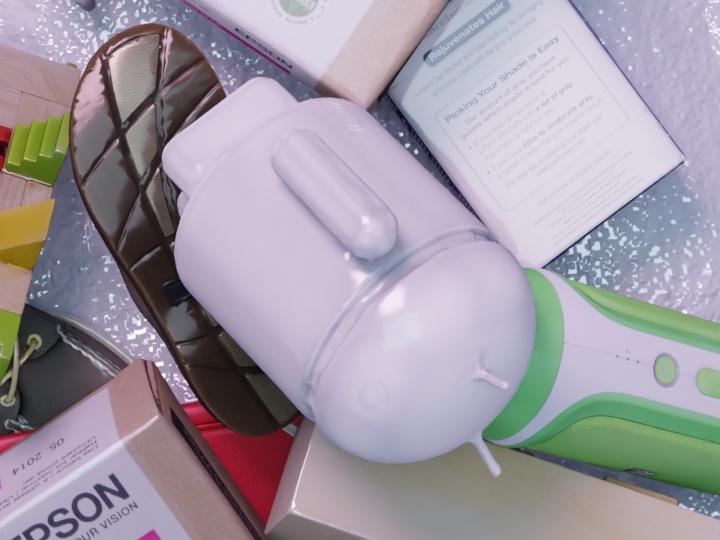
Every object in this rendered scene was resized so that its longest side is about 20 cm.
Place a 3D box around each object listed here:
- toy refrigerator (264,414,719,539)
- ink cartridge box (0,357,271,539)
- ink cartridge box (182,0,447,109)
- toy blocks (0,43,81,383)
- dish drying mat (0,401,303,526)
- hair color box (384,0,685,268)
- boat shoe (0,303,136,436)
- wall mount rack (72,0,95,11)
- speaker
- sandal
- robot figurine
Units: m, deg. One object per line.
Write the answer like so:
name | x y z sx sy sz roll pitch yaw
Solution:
toy refrigerator | 0.063 0.119 1.309 0.199 0.076 0.070 20 73 -5
ink cartridge box | -0.136 0.168 1.332 0.200 0.075 0.165 -33 112 3
ink cartridge box | -0.034 -0.192 1.290 0.200 0.075 0.165 34 89 -2
toy blocks | -0.214 -0.045 1.306 0.136 0.100 0.201 18 51 -11
dish drying mat | -0.083 0.101 1.368 0.199 0.018 0.077 -9 117 -6
hair color box | 0.059 -0.104 1.366 0.100 0.061 0.200 -36 89 0
boat shoe | -0.190 0.040 1.367 0.201 0.060 0.072 26 90 -2
wall mount rack | -0.148 -0.231 1.368 0.200 0.075 0.174 -41 92 -1
speaker | 0.134 0.056 1.308 0.199 0.088 0.089 15 90 -33
sandal | -0.079 -0.018 1.312 0.082 0.055 0.201 -28 105 -9
robot figurine | -0.002 0.004 1.215 0.113 0.170 0.200 -39 64 -10
